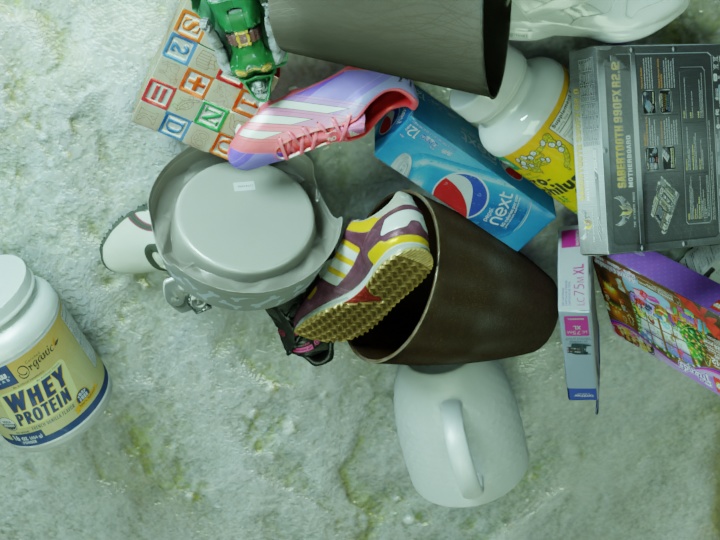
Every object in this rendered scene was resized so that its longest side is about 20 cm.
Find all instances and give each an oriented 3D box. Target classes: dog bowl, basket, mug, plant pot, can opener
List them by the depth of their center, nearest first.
[{"bbox_3d":[0.028,-0.251,1.223,0.200,0.136,0.180,6,119,15],"label":"basket"},{"bbox_3d":[-0.121,-0.046,1.395,0.200,0.200,0.059,8,145,-5],"label":"dog bowl"},{"bbox_3d":[0.111,0.026,1.470,0.200,0.187,0.187,14,130,-30],"label":"plant pot"},{"bbox_3d":[-0.130,-0.011,1.515,0.200,0.067,0.053,-22,127,2],"label":"can opener"},{"bbox_3d":[0.113,0.178,1.562,0.148,0.200,0.175,-13,121,5],"label":"mug"}]

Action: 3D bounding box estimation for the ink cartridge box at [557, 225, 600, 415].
[{"bbox_3d":[0.243,0.059,1.495,0.042,0.119,0.200,-4,140,13],"label":"ink cartridge box"}]

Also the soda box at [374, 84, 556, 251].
[{"bbox_3d":[0.110,-0.106,1.413,0.200,0.068,0.064,32,123,-22],"label":"soda box"}]

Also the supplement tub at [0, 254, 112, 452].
[{"bbox_3d":[-0.389,0.095,1.541,0.144,0.144,0.200,-16,127,14],"label":"supplement tub"}]

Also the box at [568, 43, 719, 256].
[{"bbox_3d":[0.285,-0.118,1.310,0.158,0.048,0.200,-6,94,-25],"label":"box"}]

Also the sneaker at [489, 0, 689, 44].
[{"bbox_3d":[0.213,-0.268,1.275,0.200,0.075,0.100,-2,127,2],"label":"sneaker"}]

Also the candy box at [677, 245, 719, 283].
[{"bbox_3d":[0.454,-0.015,1.484,0.136,0.061,0.200,25,126,-18],"label":"candy box"}]

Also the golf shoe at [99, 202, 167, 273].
[{"bbox_3d":[-0.200,-0.030,1.473,0.200,0.088,0.077,-16,129,16],"label":"golf shoe"}]

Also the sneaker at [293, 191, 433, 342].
[{"bbox_3d":[0.000,0.000,1.402,0.075,0.090,0.200,21,137,-36],"label":"sneaker"}]

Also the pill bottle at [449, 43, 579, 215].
[{"bbox_3d":[0.191,-0.143,1.353,0.200,0.113,0.113,33,123,-23],"label":"pill bottle"}]

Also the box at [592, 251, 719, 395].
[{"bbox_3d":[0.340,0.050,1.461,0.039,0.200,0.137,-36,128,-16],"label":"box"}]

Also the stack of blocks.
[{"bbox_3d":[-0.136,-0.217,1.336,0.115,0.059,0.200,21,126,-16],"label":"stack of blocks"}]

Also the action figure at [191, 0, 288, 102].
[{"bbox_3d":[-0.114,-0.241,1.247,0.118,0.055,0.200,-12,131,7],"label":"action figure"}]

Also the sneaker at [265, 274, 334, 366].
[{"bbox_3d":[-0.064,0.049,1.495,0.077,0.084,0.200,-26,153,6],"label":"sneaker"}]

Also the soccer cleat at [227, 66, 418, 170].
[{"bbox_3d":[-0.038,-0.149,1.340,0.200,0.077,0.067,-31,156,-2],"label":"soccer cleat"}]
